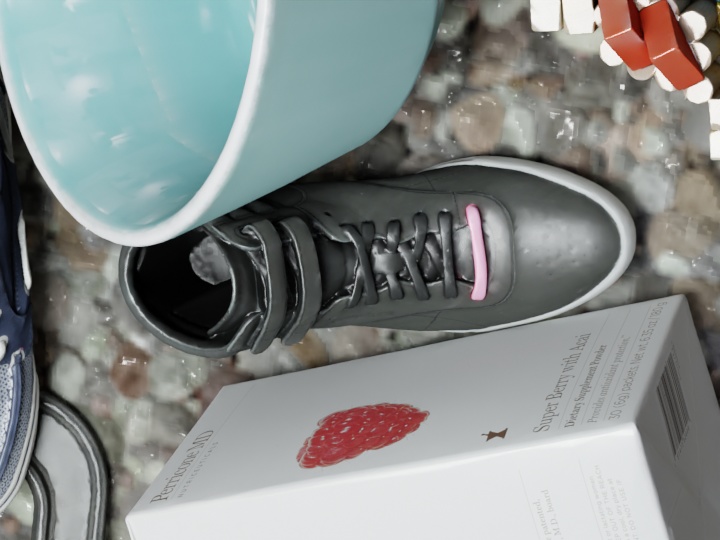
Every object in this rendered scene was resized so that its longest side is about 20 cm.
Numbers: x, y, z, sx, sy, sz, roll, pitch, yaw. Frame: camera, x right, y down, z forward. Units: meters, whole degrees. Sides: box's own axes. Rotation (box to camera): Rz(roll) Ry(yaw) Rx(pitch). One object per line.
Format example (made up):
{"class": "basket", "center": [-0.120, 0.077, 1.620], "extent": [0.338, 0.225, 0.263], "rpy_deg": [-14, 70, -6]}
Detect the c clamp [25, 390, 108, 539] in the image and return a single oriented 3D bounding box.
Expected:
{"class": "c clamp", "center": [-0.192, 0.121, 1.049], "extent": [0.171, 0.027, 0.200], "rpy_deg": [-1, 93, -4]}

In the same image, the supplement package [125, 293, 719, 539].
{"class": "supplement package", "center": [0.035, 0.101, 0.938], "extent": [0.200, 0.121, 0.120], "rpy_deg": [-12, 109, 21]}

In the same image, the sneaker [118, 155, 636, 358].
{"class": "sneaker", "center": [0.000, 0.000, 0.937], "extent": [0.200, 0.099, 0.071], "rpy_deg": [0, 104, 17]}

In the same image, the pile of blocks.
{"class": "pile of blocks", "center": [0.097, -0.110, 0.892], "extent": [0.200, 0.062, 0.082], "rpy_deg": [33, 113, 6]}

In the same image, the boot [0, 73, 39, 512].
{"class": "boot", "center": [-0.167, 0.011, 0.982], "extent": [0.073, 0.090, 0.200], "rpy_deg": [-5, 98, -5]}

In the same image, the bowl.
{"class": "bowl", "center": [-0.043, -0.113, 0.881], "extent": [0.201, 0.105, 0.201], "rpy_deg": [13, 106, 56]}
